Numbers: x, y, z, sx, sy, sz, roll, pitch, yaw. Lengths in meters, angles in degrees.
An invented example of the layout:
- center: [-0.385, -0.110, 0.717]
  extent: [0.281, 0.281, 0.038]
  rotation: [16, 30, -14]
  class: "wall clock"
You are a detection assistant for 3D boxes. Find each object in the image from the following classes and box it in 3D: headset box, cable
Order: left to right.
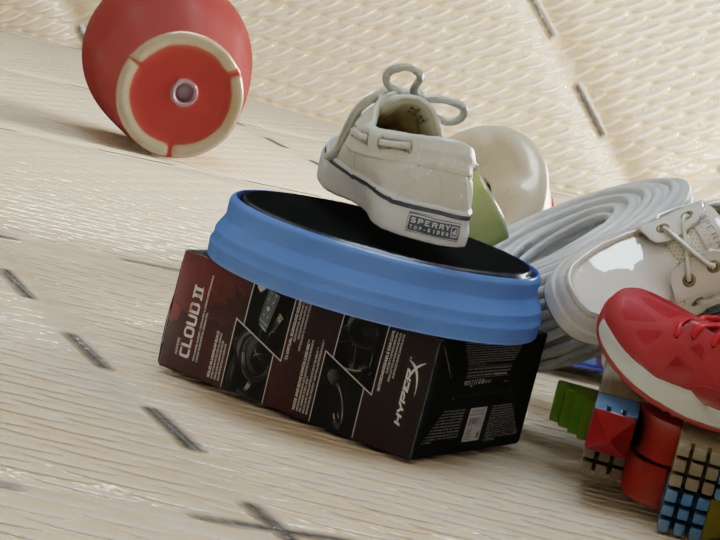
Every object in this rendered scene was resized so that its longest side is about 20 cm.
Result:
- center: [-0.012, 0.044, 1.405]
  extent: [0.199, 0.078, 0.149]
  rotation: [20, 9, 28]
  class: "headset box"
- center: [0.136, 0.003, 1.533]
  extent: [0.199, 0.070, 0.200]
  rotation: [-31, 13, -28]
  class: "cable"

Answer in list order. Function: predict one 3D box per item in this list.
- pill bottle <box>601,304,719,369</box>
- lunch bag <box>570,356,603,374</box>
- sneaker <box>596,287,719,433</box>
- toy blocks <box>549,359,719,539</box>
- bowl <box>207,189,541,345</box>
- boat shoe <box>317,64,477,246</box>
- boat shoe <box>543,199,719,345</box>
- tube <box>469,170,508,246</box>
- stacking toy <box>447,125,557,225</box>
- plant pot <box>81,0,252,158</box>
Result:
- center: [0.224, 0.068, 1.528]
  extent: [0.115, 0.117, 0.200]
  rotation: [13, 8, -9]
  class: "pill bottle"
- center: [0.169, 0.041, 1.827]
  extent: [0.198, 0.095, 0.151]
  rotation: [-1, 9, -12]
  class: "lunch bag"
- center: [0.218, 0.035, 1.275]
  extent: [0.200, 0.116, 0.078]
  rotation: [34, 38, 32]
  class: "sneaker"
- center: [0.202, 0.109, 1.337]
  extent: [0.199, 0.101, 0.137]
  rotation: [15, 18, 7]
  class: "toy blocks"
- center: [0.012, -0.005, 1.365]
  extent: [0.199, 0.040, 0.201]
  rotation: [15, 9, -2]
  class: "bowl"
- center: [0.025, -0.076, 1.368]
  extent: [0.074, 0.087, 0.202]
  rotation: [13, 9, -12]
  class: "boat shoe"
- center: [0.200, -0.011, 1.409]
  extent: [0.199, 0.071, 0.069]
  rotation: [-18, -19, -30]
  class: "boat shoe"
- center: [0.000, 0.000, 1.545]
  extent: [0.052, 0.199, 0.058]
  rotation: [65, 1, 34]
  class: "tube"
- center: [0.131, -0.016, 1.970]
  extent: [0.146, 0.147, 0.200]
  rotation: [21, -14, 43]
  class: "stacking toy"
- center: [-0.207, -0.217, 2.605]
  extent: [0.199, 0.202, 0.177]
  rotation: [13, 16, -14]
  class: "plant pot"
